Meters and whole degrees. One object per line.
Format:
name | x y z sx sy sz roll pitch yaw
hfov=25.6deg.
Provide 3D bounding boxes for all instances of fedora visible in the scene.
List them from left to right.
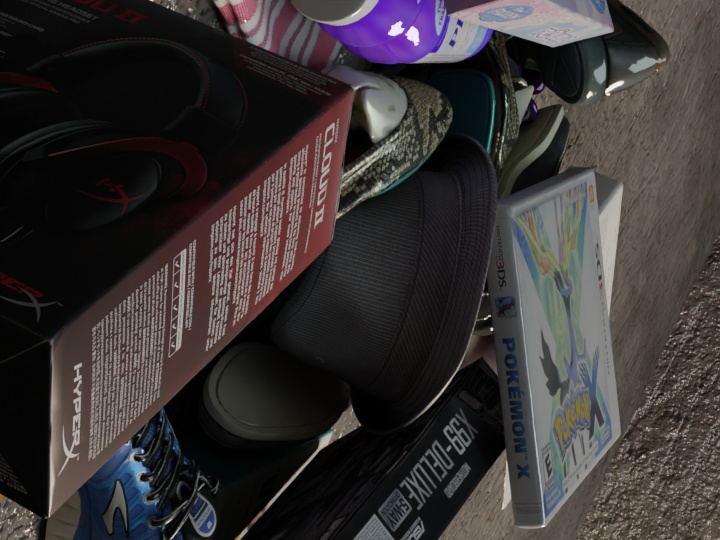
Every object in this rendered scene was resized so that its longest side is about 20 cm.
fedora | 0.000 0.000 0.914 0.200 0.089 0.179 170 -67 -76

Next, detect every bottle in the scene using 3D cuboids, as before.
bottle | 0.019 -0.147 0.801 0.200 0.065 0.085 -19 116 -69

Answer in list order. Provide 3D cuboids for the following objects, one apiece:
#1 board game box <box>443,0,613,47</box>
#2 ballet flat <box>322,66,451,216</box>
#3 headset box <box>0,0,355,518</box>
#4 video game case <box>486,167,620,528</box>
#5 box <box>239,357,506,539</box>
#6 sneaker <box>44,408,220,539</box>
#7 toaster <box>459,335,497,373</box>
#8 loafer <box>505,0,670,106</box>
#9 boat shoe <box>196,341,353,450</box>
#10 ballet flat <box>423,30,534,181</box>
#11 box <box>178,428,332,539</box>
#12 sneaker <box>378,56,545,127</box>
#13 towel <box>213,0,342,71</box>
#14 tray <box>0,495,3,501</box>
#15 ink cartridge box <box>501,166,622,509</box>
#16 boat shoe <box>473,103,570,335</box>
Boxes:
board game box | 0.071 -0.223 0.818 0.200 0.043 0.201 -7 84 -69
ballet flat | -0.026 -0.058 0.815 0.200 0.068 0.076 -39 142 -26
headset box | -0.105 -0.029 0.549 0.200 0.148 0.076 -44 153 -47
video game case | 0.121 0.039 0.969 0.200 0.022 0.184 -24 108 -66
box | -0.009 0.146 0.912 0.157 0.050 0.200 -34 -174 39
sneaker | -0.107 0.096 0.795 0.079 0.088 0.201 -51 157 -41
toaster | 0.052 0.020 1.123 0.201 0.113 0.129 -61 158 -20
loafer | 0.127 -0.162 0.999 0.062 0.200 0.072 -11 125 -13
boat shoe | -0.051 0.084 0.971 0.063 0.073 0.200 -49 170 20
ballet flat | 0.072 -0.134 0.964 0.075 0.067 0.202 -23 113 -39
box | -0.087 0.143 0.976 0.200 0.049 0.083 -14 126 -68
sneaker | 0.065 -0.110 1.034 0.200 0.087 0.075 -49 156 -43
towel | -0.021 -0.169 0.810 0.147 0.030 0.200 -61 162 -15
tray | -0.144 0.015 0.675 0.201 0.037 0.099 -62 162 -15
ink cartridge box | 0.126 0.044 1.113 0.200 0.050 0.162 -45 144 -47
boat shoe | 0.096 -0.039 1.040 0.068 0.071 0.201 56 38 -24
